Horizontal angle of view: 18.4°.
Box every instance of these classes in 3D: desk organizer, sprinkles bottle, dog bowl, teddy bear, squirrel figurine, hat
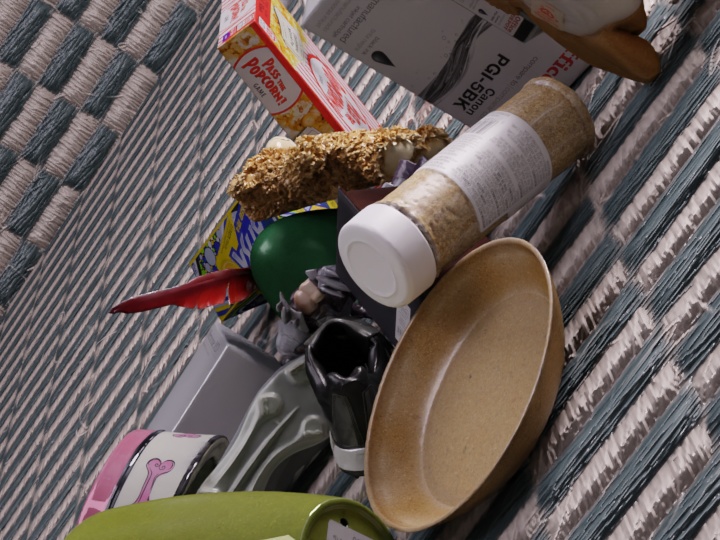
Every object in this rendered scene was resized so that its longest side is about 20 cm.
[{"bbox_3d":[0.050,0.005,1.600,0.200,0.077,0.072,-129,37,-59],"label":"desk organizer"},{"bbox_3d":[0.075,-0.056,1.520,0.200,0.068,0.068,-39,4,-29],"label":"sprinkles bottle"},{"bbox_3d":[-0.174,0.215,1.776,0.200,0.074,0.201,19,-90,-81],"label":"dog bowl"},{"bbox_3d":[-0.018,-0.095,1.894,0.145,0.067,0.200,-17,3,-39],"label":"teddy bear"},{"bbox_3d":[0.171,-0.255,1.553,0.200,0.142,0.187,22,72,50],"label":"squirrel figurine"},{"bbox_3d":[-0.084,-0.028,1.916,0.166,0.176,0.200,-50,16,29],"label":"hat"}]

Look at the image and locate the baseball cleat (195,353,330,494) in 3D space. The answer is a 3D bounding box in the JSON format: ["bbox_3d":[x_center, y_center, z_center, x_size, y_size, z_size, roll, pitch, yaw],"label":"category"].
[{"bbox_3d":[-0.072,0.142,1.753,0.200,0.070,0.106,-48,-6,-6],"label":"baseball cleat"}]

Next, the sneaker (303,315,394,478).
[{"bbox_3d":[-0.006,0.065,1.620,0.066,0.091,0.200,-16,25,2],"label":"sneaker"}]

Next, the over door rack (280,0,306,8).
[{"bbox_3d":[0.008,-0.236,2.096,0.067,0.148,0.200,-59,15,2],"label":"over door rack"}]

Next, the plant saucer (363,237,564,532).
[{"bbox_3d":[0.072,0.077,1.413,0.200,0.035,0.200,-46,30,35],"label":"plant saucer"}]

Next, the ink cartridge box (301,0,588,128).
[{"bbox_3d":[0.078,-0.204,1.694,0.147,0.200,0.083,-48,21,37],"label":"ink cartridge box"}]

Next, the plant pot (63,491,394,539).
[{"bbox_3d":[-0.073,0.216,1.429,0.200,0.187,0.187,-26,32,40],"label":"plant pot"}]

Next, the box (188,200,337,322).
[{"bbox_3d":[-0.090,-0.028,2.076,0.064,0.070,0.200,-24,-12,-30],"label":"box"}]

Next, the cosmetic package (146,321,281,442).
[{"bbox_3d":[-0.148,0.155,1.974,0.200,0.071,0.101,-57,14,3],"label":"cosmetic package"}]

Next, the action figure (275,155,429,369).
[{"bbox_3d":[0.000,0.000,1.759,0.200,0.069,0.130,-50,-5,-7],"label":"action figure"}]

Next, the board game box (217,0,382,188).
[{"bbox_3d":[-0.052,-0.163,2.041,0.046,0.200,0.152,-35,21,13],"label":"board game box"}]
